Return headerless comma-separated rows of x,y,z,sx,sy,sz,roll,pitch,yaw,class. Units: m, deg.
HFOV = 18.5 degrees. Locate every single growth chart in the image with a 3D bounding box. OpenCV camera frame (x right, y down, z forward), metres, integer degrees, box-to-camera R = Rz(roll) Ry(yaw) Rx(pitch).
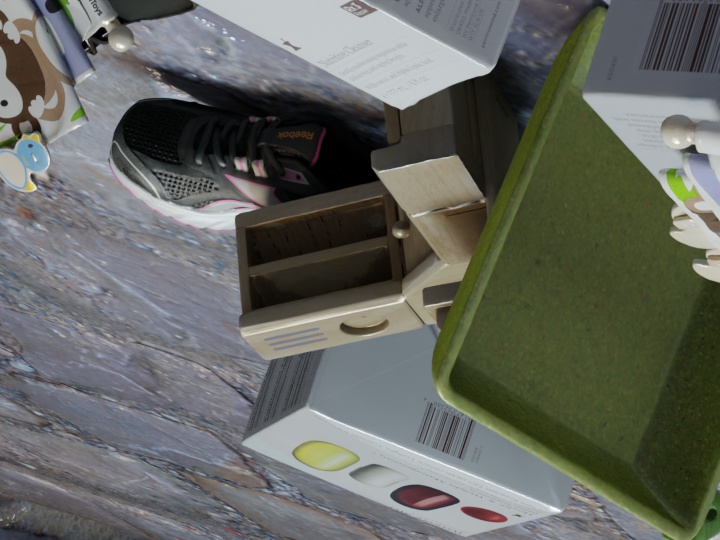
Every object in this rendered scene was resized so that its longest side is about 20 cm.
0.199,-0.016,0.957,0.144,0.018,0.200,12,162,26,growth chart
-0.203,-0.108,1.143,0.200,0.018,0.145,-38,91,31,growth chart

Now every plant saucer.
0.124,0.005,1.083,0.200,0.201,0.048,32,166,-36,plant saucer

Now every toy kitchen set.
0.000,0.000,1.173,0.179,0.164,0.200,-12,155,14,toy kitchen set

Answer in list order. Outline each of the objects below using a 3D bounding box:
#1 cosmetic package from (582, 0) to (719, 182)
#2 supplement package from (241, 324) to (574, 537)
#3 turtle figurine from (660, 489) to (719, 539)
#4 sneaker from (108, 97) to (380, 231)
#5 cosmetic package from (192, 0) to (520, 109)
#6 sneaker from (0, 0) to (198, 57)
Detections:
0.192,-0.061,1.003,0.101,0.072,0.200,7,160,35,cosmetic package
0.045,0.078,1.537,0.190,0.148,0.200,23,164,-10,supplement package
0.245,0.155,1.420,0.194,0.144,0.200,33,-174,-43,turtle figurine
-0.049,-0.068,1.327,0.199,0.081,0.086,13,154,-4,sneaker
-0.033,-0.154,0.957,0.199,0.082,0.113,24,166,-17,cosmetic package
-0.155,-0.126,1.164,0.199,0.107,0.075,4,158,46,sneaker
